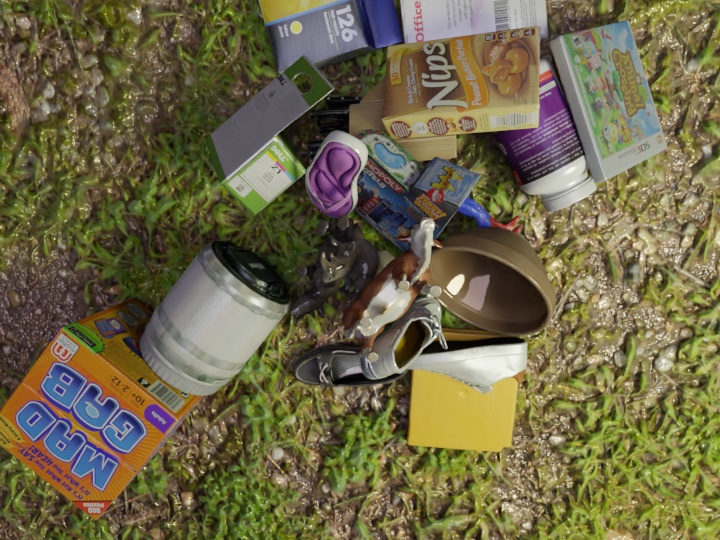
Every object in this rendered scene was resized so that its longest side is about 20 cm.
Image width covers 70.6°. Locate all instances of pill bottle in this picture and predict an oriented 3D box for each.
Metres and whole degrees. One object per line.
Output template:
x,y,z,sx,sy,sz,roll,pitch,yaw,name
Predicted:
0.263,-0.192,0.742,0.112,0.112,0.201,-28,95,7,pill bottle

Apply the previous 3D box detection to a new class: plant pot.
0.198,0.002,0.760,0.200,0.201,0.093,34,62,-2,plant pot

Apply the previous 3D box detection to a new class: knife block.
0.019,-0.190,0.752,0.176,0.064,0.200,-45,71,-1,knife block

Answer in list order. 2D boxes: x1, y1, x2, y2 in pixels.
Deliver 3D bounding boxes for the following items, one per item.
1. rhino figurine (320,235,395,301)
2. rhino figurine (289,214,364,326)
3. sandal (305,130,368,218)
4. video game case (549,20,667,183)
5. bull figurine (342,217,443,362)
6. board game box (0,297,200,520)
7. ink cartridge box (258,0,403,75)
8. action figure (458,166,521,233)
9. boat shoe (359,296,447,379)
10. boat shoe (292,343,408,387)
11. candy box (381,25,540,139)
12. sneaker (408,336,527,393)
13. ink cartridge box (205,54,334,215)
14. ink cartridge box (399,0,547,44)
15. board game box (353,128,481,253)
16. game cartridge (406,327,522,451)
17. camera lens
0.000,0.000,0.750,0.060,0.200,0.088,23,90,36,rhino figurine
-0.056,0.005,0.804,0.060,0.087,0.201,32,100,26,rhino figurine
-0.043,-0.118,0.697,0.082,0.203,0.050,26,67,2,sandal
0.359,-0.245,0.723,0.181,0.022,0.201,-25,97,-31,video game case
0.046,0.025,0.667,0.065,0.122,0.200,35,104,-11,bull figurine
-0.377,0.198,0.788,0.200,0.200,0.200,40,99,-3,board game box
-0.055,-0.419,0.765,0.198,0.047,0.199,-15,96,7,ink cartridge box
0.160,-0.128,0.777,0.199,0.065,0.100,23,116,0,action figure
0.085,0.088,0.732,0.086,0.201,0.075,-14,99,40,boat shoe
-0.018,0.157,0.834,0.198,0.057,0.068,-6,99,4,boat shoe
0.132,-0.244,0.672,0.198,0.055,0.117,0,74,17,candy box
0.159,0.154,0.785,0.198,0.073,0.086,-3,97,3,sneaker
-0.119,-0.200,0.741,0.199,0.148,0.076,-38,134,7,ink cartridge box
0.155,-0.386,0.735,0.198,0.084,0.146,-7,97,4,ink cartridge box
0.064,-0.113,0.709,0.200,0.200,0.062,40,68,-10,board game box
0.170,0.198,0.845,0.175,0.032,0.202,4,100,3,game cartridge
-0.218,0.069,0.781,0.160,0.160,0.200,39,98,-2,camera lens
